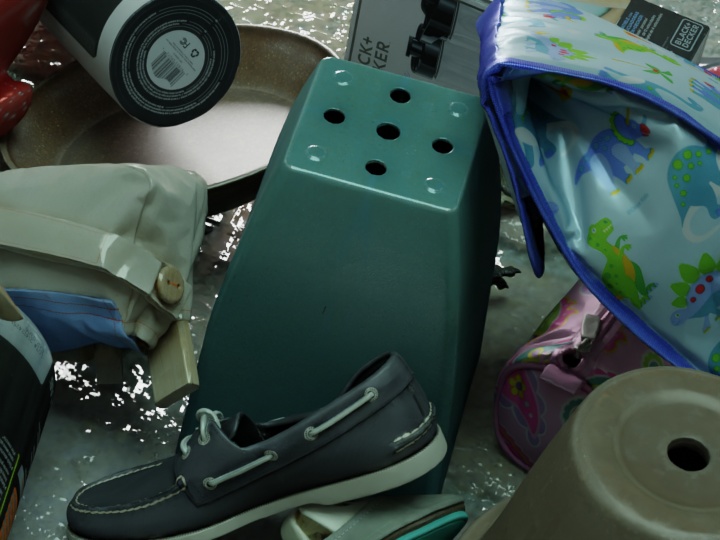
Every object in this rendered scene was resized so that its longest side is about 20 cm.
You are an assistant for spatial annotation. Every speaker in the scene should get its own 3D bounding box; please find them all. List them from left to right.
[{"bbox_3d":[-0.141,-0.155,1.681,0.081,0.082,0.200,-11,30,-22],"label":"speaker"}]

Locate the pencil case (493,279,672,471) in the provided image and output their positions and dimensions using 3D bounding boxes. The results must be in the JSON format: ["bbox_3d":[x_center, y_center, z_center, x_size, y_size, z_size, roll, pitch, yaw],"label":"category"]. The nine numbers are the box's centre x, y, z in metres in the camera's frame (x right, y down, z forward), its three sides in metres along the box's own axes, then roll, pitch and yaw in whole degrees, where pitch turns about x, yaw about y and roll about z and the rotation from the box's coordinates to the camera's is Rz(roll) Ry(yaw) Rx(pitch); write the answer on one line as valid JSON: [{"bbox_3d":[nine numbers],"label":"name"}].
[{"bbox_3d":[0.148,0.032,1.600,0.087,0.088,0.200,29,46,16],"label":"pencil case"}]

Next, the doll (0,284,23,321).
[{"bbox_3d":[-0.258,0.049,1.361,0.199,0.049,0.137,-35,48,-3],"label":"doll"}]

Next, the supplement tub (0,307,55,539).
[{"bbox_3d":[-0.226,0.106,1.416,0.122,0.123,0.201,13,44,0],"label":"supplement tub"}]

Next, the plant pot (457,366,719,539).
[{"bbox_3d":[0.137,0.144,1.422,0.199,0.175,0.201,5,45,-5],"label":"plant pot"}]

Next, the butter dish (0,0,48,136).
[{"bbox_3d":[-0.242,-0.135,1.635,0.148,0.200,0.199,47,51,2],"label":"butter dish"}]

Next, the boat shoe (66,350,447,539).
[{"bbox_3d":[-0.059,0.088,1.464,0.199,0.063,0.073,-15,21,11],"label":"boat shoe"}]

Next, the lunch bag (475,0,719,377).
[{"bbox_3d":[0.136,-0.053,1.475,0.200,0.127,0.170,42,14,-9],"label":"lunch bag"}]

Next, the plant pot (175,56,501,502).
[{"bbox_3d":[0.000,0.000,1.516,0.140,0.201,0.142,15,44,3],"label":"plant pot"}]

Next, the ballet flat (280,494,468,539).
[{"bbox_3d":[-0.029,0.149,1.452,0.064,0.068,0.200,45,54,14],"label":"ballet flat"}]

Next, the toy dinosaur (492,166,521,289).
[{"bbox_3d":[0.050,-0.037,1.642,0.199,0.047,0.088,15,41,-50],"label":"toy dinosaur"}]

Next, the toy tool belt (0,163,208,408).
[{"bbox_3d":[-0.169,0.010,1.519,0.199,0.124,0.125,-2,-3,29],"label":"toy tool belt"}]

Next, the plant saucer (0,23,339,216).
[{"bbox_3d":[-0.102,-0.077,1.651,0.199,0.037,0.201,-8,32,5],"label":"plant saucer"}]

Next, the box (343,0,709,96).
[{"bbox_3d":[0.092,-0.122,1.719,0.199,0.117,0.060,25,48,10],"label":"box"}]

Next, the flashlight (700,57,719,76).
[{"bbox_3d":[0.179,-0.139,1.790,0.067,0.068,0.200,2,37,-49],"label":"flashlight"}]
